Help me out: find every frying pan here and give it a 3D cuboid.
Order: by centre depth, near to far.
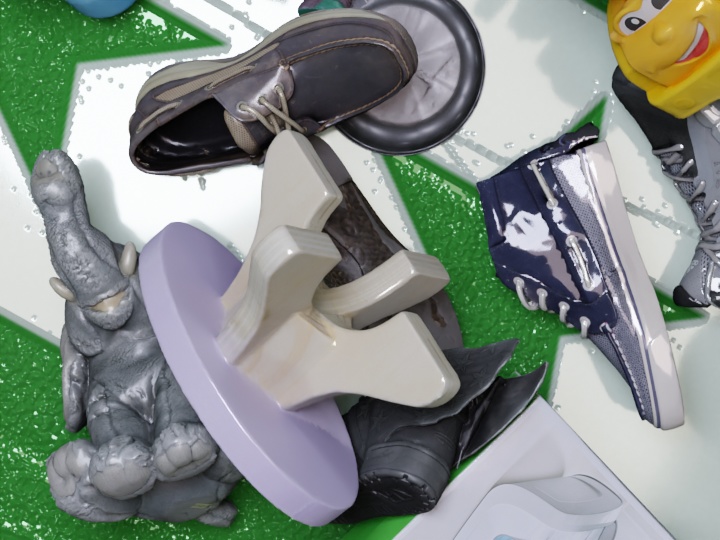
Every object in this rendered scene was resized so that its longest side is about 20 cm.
[{"bbox_3d":[0.015,-0.168,1.062,0.114,0.031,0.191,-17,96,-3],"label":"frying pan"}]

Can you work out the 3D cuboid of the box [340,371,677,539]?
[{"bbox_3d":[0.092,0.199,1.039,0.200,0.097,0.177,-43,97,1],"label":"box"}]

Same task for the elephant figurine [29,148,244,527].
[{"bbox_3d":[-0.137,0.046,1.020,0.141,0.155,0.201,-3,60,-35],"label":"elephant figurine"}]

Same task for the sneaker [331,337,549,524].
[{"bbox_3d":[0.021,0.097,1.020,0.060,0.199,0.105,42,60,-25],"label":"sneaker"}]

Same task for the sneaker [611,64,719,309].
[{"bbox_3d":[0.219,-0.038,1.054,0.199,0.075,0.116,37,93,-5],"label":"sneaker"}]

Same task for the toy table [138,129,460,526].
[{"bbox_3d":[-0.031,0.028,0.947,0.117,0.184,0.201,-40,79,21],"label":"toy table"}]

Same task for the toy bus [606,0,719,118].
[{"bbox_3d":[0.153,-0.215,0.955,0.191,0.136,0.201,17,57,-26],"label":"toy bus"}]

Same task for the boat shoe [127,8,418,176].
[{"bbox_3d":[-0.056,-0.096,0.999,0.199,0.074,0.075,-16,128,29],"label":"boat shoe"}]

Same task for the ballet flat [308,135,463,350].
[{"bbox_3d":[0.000,0.000,1.063,0.067,0.046,0.201,-39,100,-24],"label":"ballet flat"}]

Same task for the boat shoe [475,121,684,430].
[{"bbox_3d":[0.138,0.014,1.058,0.092,0.075,0.202,-18,85,5],"label":"boat shoe"}]

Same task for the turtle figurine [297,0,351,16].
[{"bbox_3d":[0.011,-0.248,1.020,0.149,0.101,0.201,37,74,-9],"label":"turtle figurine"}]

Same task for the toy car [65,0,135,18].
[{"bbox_3d":[-0.217,-0.283,0.999,0.199,0.184,0.177,35,91,25],"label":"toy car"}]
